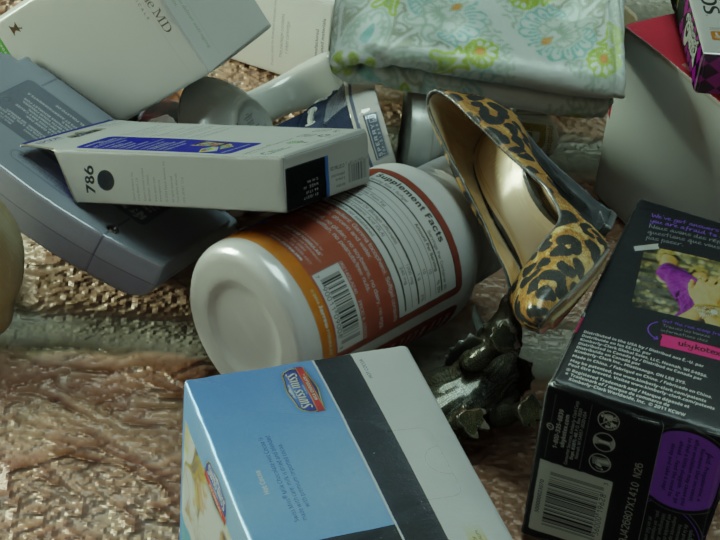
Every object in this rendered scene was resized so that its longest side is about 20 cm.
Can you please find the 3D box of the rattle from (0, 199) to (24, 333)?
[{"bbox_3d":[-0.267,-0.062,1.303,0.130,0.201,0.143,1,37,17],"label":"rattle"}]

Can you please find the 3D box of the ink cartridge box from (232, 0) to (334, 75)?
[{"bbox_3d":[-0.078,-0.232,1.667,0.199,0.085,0.146,21,39,18],"label":"ink cartridge box"}]

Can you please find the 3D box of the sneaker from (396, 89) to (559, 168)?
[{"bbox_3d":[0.084,-0.104,1.484,0.115,0.074,0.200,9,13,1],"label":"sneaker"}]

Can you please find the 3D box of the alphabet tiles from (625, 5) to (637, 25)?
[{"bbox_3d":[0.098,-0.204,1.547,0.195,0.200,0.015,34,39,-28],"label":"alphabet tiles"}]

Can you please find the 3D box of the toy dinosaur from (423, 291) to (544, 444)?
[{"bbox_3d":[0.046,0.083,1.266,0.200,0.102,0.077,-33,88,-25],"label":"toy dinosaur"}]

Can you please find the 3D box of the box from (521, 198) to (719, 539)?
[{"bbox_3d":[0.178,0.068,1.255,0.106,0.123,0.200,17,37,13],"label":"box"}]

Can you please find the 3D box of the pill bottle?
[{"bbox_3d":[0.000,0.000,1.335,0.200,0.113,0.112,-27,47,-37],"label":"pill bottle"}]

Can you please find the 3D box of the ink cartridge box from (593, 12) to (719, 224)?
[{"bbox_3d":[0.291,-0.096,1.475,0.199,0.146,0.145,-16,41,-26],"label":"ink cartridge box"}]

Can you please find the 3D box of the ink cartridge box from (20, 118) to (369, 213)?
[{"bbox_3d":[-0.104,-0.066,1.320,0.199,0.039,0.099,6,17,31],"label":"ink cartridge box"}]

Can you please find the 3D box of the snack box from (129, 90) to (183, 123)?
[{"bbox_3d":[-0.145,-0.066,1.480,0.072,0.024,0.200,12,37,5],"label":"snack box"}]

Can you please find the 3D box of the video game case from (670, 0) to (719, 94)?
[{"bbox_3d":[0.311,-0.173,1.429,0.199,0.036,0.182,4,37,-3],"label":"video game case"}]

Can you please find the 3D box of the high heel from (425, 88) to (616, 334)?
[{"bbox_3d":[0.079,-0.038,1.270,0.142,0.071,0.200,39,24,-3],"label":"high heel"}]

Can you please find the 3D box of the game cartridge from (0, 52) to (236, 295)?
[{"bbox_3d":[-0.189,-0.063,1.370,0.200,0.041,0.133,36,26,9],"label":"game cartridge"}]

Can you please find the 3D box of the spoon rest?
[{"bbox_3d":[-0.077,-0.102,1.500,0.060,0.100,0.200,-14,13,29],"label":"spoon rest"}]

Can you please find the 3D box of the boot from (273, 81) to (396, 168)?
[{"bbox_3d":[-0.027,-0.091,1.457,0.090,0.073,0.200,-16,3,2],"label":"boot"}]

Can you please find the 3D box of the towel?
[{"bbox_3d":[0.083,-0.188,1.432,0.199,0.048,0.172,8,52,-5],"label":"towel"}]

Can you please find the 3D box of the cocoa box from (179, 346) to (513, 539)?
[{"bbox_3d":[-0.009,0.156,1.102,0.131,0.134,0.200,-8,38,-17],"label":"cocoa box"}]

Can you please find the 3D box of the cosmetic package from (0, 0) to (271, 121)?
[{"bbox_3d":[-0.172,-0.158,1.446,0.200,0.108,0.085,-25,13,42],"label":"cosmetic package"}]
